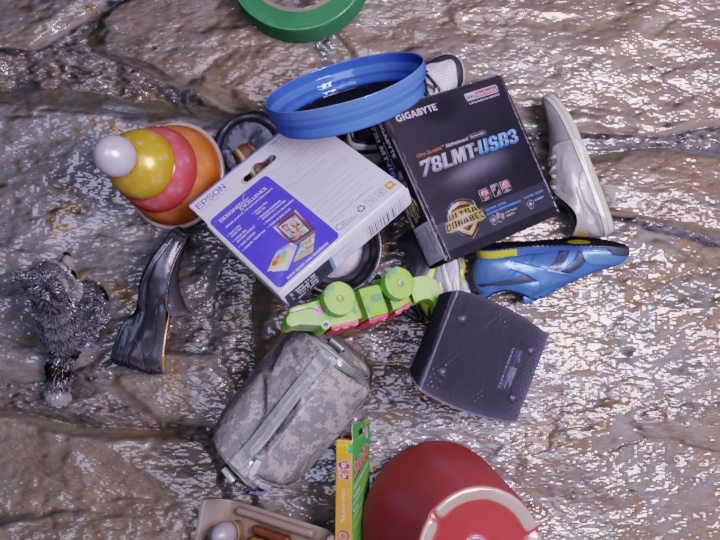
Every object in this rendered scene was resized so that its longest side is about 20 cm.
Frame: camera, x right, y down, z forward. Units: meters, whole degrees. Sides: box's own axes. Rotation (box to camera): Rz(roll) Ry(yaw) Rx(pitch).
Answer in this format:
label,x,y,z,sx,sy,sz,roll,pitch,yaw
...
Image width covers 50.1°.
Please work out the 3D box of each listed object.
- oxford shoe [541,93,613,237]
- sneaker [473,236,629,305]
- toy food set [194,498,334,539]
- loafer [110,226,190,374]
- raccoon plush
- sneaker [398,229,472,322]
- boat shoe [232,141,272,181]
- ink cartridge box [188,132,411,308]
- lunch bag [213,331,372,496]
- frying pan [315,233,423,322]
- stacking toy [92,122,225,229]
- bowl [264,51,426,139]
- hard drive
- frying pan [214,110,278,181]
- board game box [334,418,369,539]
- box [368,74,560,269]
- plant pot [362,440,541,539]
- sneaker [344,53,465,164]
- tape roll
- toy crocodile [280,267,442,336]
label,x,y,z,sx,sy,sz,roll,pitch,yaw
oxford shoe,0.268,-0.133,0.998,0.057,0.075,0.201,-20,85,12
sneaker,0.245,0.000,0.995,0.198,0.066,0.079,-5,99,3
toy food set,-0.128,0.378,0.956,0.199,0.060,0.145,6,85,31
loafer,-0.261,0.041,1.026,0.072,0.073,0.201,22,96,-3
raccoon plush,-0.388,0.079,0.993,0.096,0.134,0.202,-4,84,3
sneaker,0.099,0.035,1.003,0.084,0.074,0.202,-9,83,21
boat shoe,-0.086,-0.095,1.016,0.068,0.072,0.200,-44,97,-9
ink cartridge box,-0.076,-0.080,0.932,0.198,0.043,0.200,-41,57,-13
lunch bag,-0.085,0.165,0.947,0.139,0.168,0.200,39,89,7
frying pan,0.004,-0.017,0.970,0.189,0.031,0.116,18,85,-7
stacking toy,-0.270,-0.134,0.967,0.145,0.200,0.147,-1,85,14
bowl,-0.016,-0.211,0.929,0.199,0.201,0.040,-16,117,3
hard drive,0.145,0.106,0.940,0.042,0.199,0.136,18,85,48
frying pan,-0.112,-0.163,1.051,0.188,0.031,0.116,1,87,7
board game box,-0.009,0.290,0.965,0.030,0.096,0.202,2,85,13
box,0.133,-0.127,0.968,0.199,0.050,0.200,-21,88,-28
plant pot,0.110,0.308,0.893,0.199,0.177,0.202,1,83,-10
sneaker,0.062,-0.214,1.011,0.200,0.088,0.076,-43,82,-2
tape roll,-0.083,-0.419,1.060,0.199,0.048,0.202,0,85,5
toy crocodile,0.003,0.042,0.893,0.199,0.067,0.062,-13,78,-26
